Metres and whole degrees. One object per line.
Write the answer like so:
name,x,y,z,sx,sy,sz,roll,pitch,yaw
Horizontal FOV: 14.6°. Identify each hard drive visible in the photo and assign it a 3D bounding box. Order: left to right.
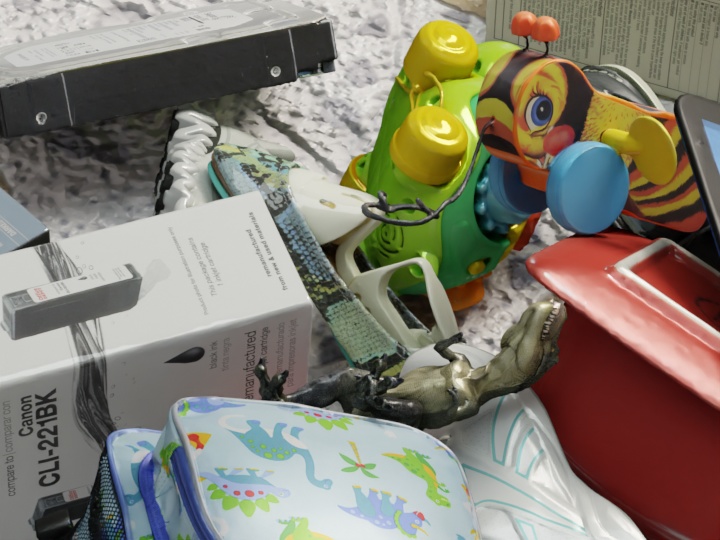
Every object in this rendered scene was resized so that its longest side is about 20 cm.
hard drive,-0.126,-0.121,1.646,0.199,0.038,0.140,-12,14,-14

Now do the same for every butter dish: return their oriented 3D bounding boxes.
butter dish,0.155,0.084,1.414,0.199,0.148,0.200,34,15,10

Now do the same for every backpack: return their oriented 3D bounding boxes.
backpack,-0.033,0.158,1.235,0.182,0.147,0.200,11,39,-23

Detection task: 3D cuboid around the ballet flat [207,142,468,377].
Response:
ballet flat,0.000,0.000,1.493,0.074,0.074,0.200,-34,86,-32

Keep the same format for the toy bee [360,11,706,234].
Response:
toy bee,0.106,-0.074,1.433,0.131,0.109,0.200,16,13,32

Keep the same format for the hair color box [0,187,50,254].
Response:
hair color box,-0.255,0.043,1.470,0.200,0.099,0.061,-32,53,-30

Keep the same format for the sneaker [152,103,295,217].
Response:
sneaker,-0.075,-0.035,1.556,0.081,0.075,0.200,16,25,-6

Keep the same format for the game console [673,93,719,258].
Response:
game console,0.270,-0.025,1.386,0.170,0.118,0.200,-26,45,15

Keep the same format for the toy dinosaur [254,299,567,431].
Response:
toy dinosaur,0.002,0.063,1.325,0.200,0.088,0.048,-22,66,22

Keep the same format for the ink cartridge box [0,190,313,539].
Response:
ink cartridge box,-0.133,0.056,1.423,0.199,0.145,0.084,-14,52,-16

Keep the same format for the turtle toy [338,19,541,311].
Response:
turtle toy,0.053,-0.060,1.576,0.101,0.146,0.200,20,42,-9

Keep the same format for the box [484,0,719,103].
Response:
box,0.182,-0.166,1.711,0.199,0.095,0.078,18,45,15

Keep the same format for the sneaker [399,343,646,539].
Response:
sneaker,0.063,0.108,1.342,0.080,0.071,0.200,-21,47,-20

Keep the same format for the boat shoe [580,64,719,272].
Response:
boat shoe,0.171,-0.034,1.549,0.200,0.074,0.066,58,25,17
